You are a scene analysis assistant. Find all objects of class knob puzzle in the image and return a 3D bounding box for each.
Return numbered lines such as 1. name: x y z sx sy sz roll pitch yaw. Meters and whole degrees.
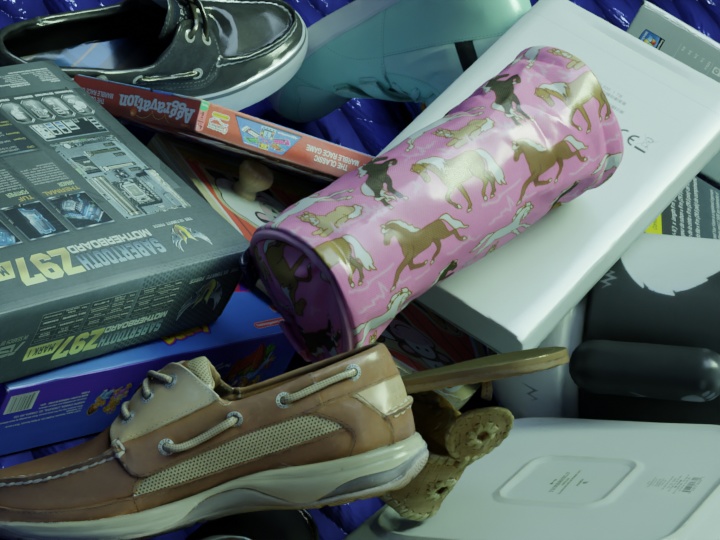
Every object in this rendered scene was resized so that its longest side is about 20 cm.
1. knob puzzle: 0.000 0.000 1.341 0.219 0.030 0.220 34 17 -12

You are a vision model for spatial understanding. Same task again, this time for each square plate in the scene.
1. square plate: 0.101 0.110 1.198 0.198 0.029 0.200 0 18 29

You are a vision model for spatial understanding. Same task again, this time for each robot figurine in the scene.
1. robot figurine: 0.166 0.041 1.330 0.200 0.150 0.125 5 60 12

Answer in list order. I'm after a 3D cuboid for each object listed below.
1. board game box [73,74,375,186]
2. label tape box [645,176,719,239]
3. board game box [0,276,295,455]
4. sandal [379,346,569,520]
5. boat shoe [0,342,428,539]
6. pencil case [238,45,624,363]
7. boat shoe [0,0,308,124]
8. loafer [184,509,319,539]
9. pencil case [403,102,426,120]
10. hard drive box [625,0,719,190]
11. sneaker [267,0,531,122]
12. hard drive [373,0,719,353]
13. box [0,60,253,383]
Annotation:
1. board game box: -0.051 -0.068 1.372 0.103 0.019 0.200 13 -2 43
2. label tape box: 0.191 0.002 1.493 0.200 0.063 0.144 31 28 -11
3. board game box: -0.141 0.015 1.233 0.200 0.045 0.134 -10 47 -48
4. sandal: 0.017 0.081 1.174 0.078 0.211 0.070 -11 91 -49
5. boat shoe: -0.073 0.073 1.103 0.200 0.072 0.076 -10 5 -4
6. pencil case: 0.039 -0.032 1.228 0.200 0.083 0.086 -36 26 -26
7. boat shoe: -0.116 -0.126 1.393 0.200 0.066 0.070 -11 55 -23
8. loafer: -0.055 0.144 1.079 0.073 0.072 0.200 28 29 2
9. pencil case: 0.073 -0.085 1.537 0.087 0.078 0.200 -2 38 -14
10. hard drive box: 0.247 -0.084 1.625 0.200 0.077 0.156 31 4 6
11. sneaker: 0.027 -0.099 1.456 0.074 0.200 0.118 -14 79 -45
12. hard drive: 0.091 -0.053 1.318 0.132 0.027 0.200 32 58 23
13. box: -0.168 -0.025 1.174 0.158 0.051 0.200 41 31 22
